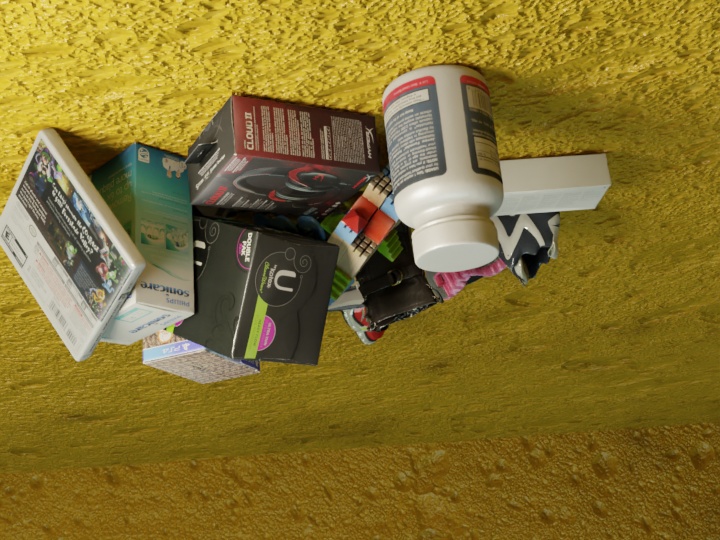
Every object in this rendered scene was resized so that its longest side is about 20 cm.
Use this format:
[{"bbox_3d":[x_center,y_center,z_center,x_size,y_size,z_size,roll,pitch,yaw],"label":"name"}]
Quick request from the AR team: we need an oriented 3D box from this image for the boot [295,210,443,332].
[{"bbox_3d":[0.000,0.000,1.436,0.199,0.175,0.069,-17,169,18],"label":"boot"}]

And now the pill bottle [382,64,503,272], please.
[{"bbox_3d":[0.091,-0.107,1.137,0.119,0.201,0.120,-5,161,-2],"label":"pill bottle"}]

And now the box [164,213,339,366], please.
[{"bbox_3d":[-0.141,0.019,1.258,0.124,0.149,0.200,9,-176,-40],"label":"box"}]

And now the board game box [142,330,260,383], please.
[{"bbox_3d":[-0.223,0.040,1.471,0.096,0.201,0.159,-13,159,19],"label":"board game box"}]

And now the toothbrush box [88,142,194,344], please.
[{"bbox_3d":[-0.273,-0.027,1.259,0.085,0.201,0.146,13,155,-42],"label":"toothbrush box"}]

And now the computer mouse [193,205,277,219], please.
[{"bbox_3d":[-0.201,-0.083,1.363,0.199,0.044,0.110,-10,172,3],"label":"computer mouse"}]

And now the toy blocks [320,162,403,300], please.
[{"bbox_3d":[0.024,-0.073,1.276,0.100,0.200,0.137,38,145,2],"label":"toy blocks"}]

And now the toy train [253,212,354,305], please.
[{"bbox_3d":[-0.102,-0.011,1.409,0.087,0.115,0.200,-41,-152,-29],"label":"toy train"}]

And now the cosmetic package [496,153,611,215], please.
[{"bbox_3d":[0.220,-0.112,1.390,0.199,0.051,0.083,-4,163,-5],"label":"cosmetic package"}]

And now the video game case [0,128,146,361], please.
[{"bbox_3d":[-0.333,-0.027,1.192,0.023,0.200,0.182,-19,156,-47],"label":"video game case"}]

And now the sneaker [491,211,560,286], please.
[{"bbox_3d":[0.193,-0.033,1.488,0.198,0.130,0.079,-14,159,23],"label":"sneaker"}]

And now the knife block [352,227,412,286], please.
[{"bbox_3d":[-0.014,-0.017,1.577,0.199,0.064,0.176,-8,161,6],"label":"knife block"}]

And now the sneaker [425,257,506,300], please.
[{"bbox_3d":[0.188,-0.022,1.639,0.095,0.079,0.200,-19,173,-38],"label":"sneaker"}]

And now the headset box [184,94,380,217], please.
[{"bbox_3d":[-0.100,-0.127,1.213,0.199,0.075,0.149,5,159,-28],"label":"headset box"}]

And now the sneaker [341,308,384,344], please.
[{"bbox_3d":[0.024,0.075,1.845,0.085,0.077,0.200,-20,162,9],"label":"sneaker"}]

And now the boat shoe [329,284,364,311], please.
[{"bbox_3d":[-0.003,0.024,1.715,0.199,0.075,0.093,-7,179,-1],"label":"boat shoe"}]
